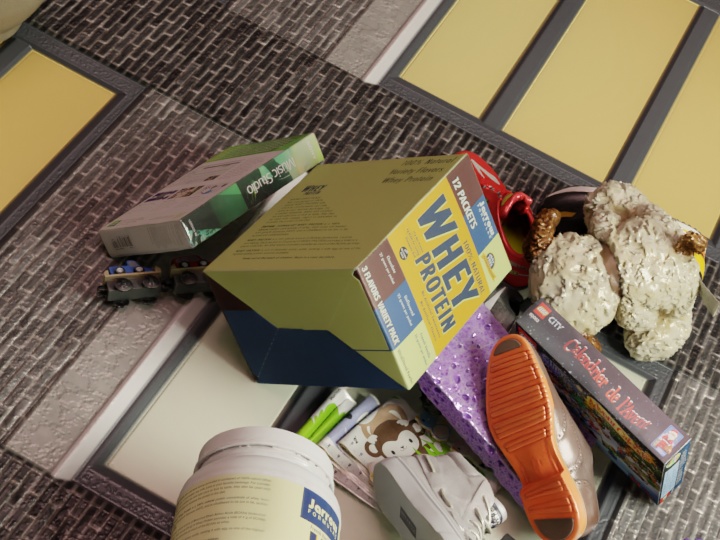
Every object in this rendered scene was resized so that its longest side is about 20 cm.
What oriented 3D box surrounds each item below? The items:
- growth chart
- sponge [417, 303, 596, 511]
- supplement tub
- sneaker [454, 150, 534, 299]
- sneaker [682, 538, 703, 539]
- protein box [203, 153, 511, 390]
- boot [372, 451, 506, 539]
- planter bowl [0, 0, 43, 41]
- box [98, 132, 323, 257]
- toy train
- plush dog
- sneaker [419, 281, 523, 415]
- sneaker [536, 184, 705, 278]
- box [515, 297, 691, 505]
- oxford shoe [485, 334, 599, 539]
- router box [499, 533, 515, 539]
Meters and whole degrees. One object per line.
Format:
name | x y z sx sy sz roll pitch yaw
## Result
growth chart | 0.037 0.181 1.472 0.199 0.018 0.145 30 47 7
sponge | 0.136 0.128 1.489 0.200 0.030 0.112 50 51 -6
supplement tub | -0.092 0.248 1.286 0.144 0.145 0.201 12 48 -7
sneaker | 0.157 -0.064 1.675 0.077 0.085 0.201 -10 55 -26
sneaker | 0.262 0.278 1.372 0.081 0.084 0.200 41 25 23
protein box | 0.000 0.000 1.474 0.198 0.136 0.200 -1 33 40
boot | 0.092 0.227 1.361 0.095 0.074 0.200 -9 36 -22
planter bowl | -0.428 -0.336 1.688 0.199 0.135 0.201 9 49 -11
box | -0.151 -0.077 1.562 0.200 0.144 0.037 -39 113 -37
toy train | -0.170 0.005 1.546 0.199 0.034 0.046 -6 49 -23
plush dog | 0.255 0.008 1.576 0.171 0.160 0.201 -18 86 -11
sneaker | 0.120 0.074 1.557 0.090 0.067 0.201 20 45 3
sneaker | 0.290 -0.027 1.695 0.199 0.070 0.090 19 44 -4
box | 0.234 0.129 1.495 0.038 0.137 0.200 -41 66 -10
oxford shoe | 0.174 0.157 1.450 0.073 0.071 0.201 -6 79 -52
router box | 0.124 0.349 1.331 0.157 0.052 0.200 39 50 16
